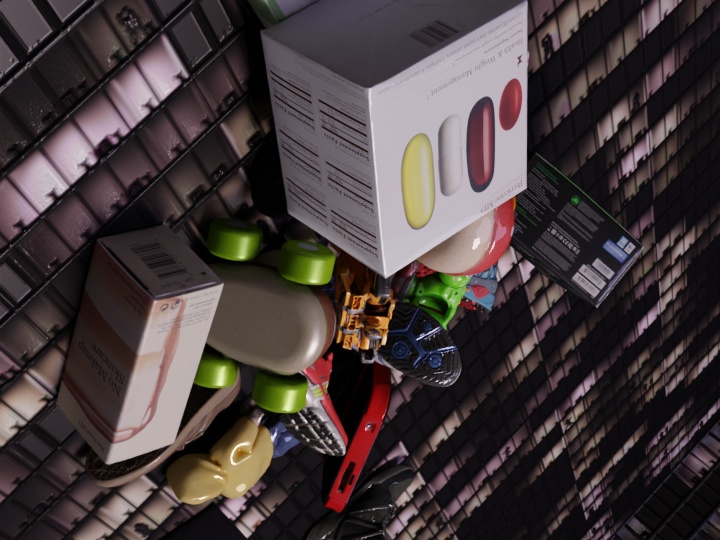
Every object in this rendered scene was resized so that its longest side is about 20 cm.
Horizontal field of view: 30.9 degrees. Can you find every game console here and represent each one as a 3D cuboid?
[{"bbox_3d":[-0.005,0.183,1.635,0.177,0.031,0.201,-87,-163,-59],"label":"game console"}]

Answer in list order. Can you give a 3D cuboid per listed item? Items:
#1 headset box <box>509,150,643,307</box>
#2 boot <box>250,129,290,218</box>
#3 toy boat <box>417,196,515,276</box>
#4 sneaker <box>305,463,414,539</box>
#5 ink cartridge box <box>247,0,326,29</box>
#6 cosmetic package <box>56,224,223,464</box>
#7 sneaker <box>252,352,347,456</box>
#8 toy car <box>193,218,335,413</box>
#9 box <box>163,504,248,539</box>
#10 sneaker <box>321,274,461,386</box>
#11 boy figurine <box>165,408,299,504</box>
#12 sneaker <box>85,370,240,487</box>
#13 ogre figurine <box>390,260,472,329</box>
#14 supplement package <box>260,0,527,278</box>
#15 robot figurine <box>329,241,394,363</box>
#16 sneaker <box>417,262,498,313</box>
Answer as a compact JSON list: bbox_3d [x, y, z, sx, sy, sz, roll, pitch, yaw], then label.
[{"bbox_3d":[0.217,-0.060,1.556,0.093,0.174,0.200,-51,-169,2],"label":"headset box"},{"bbox_3d":[-0.011,-0.136,1.322,0.162,0.073,0.199,1,123,-59],"label":"boot"},{"bbox_3d":[0.109,-0.073,1.397,0.130,0.200,0.132,-1,111,-25],"label":"toy boat"},{"bbox_3d":[0.025,0.378,1.936,0.199,0.114,0.077,-37,151,-26],"label":"sneaker"},{"bbox_3d":[-0.018,-0.297,1.141,0.200,0.048,0.146,-49,152,-6],"label":"ink cartridge box"},{"bbox_3d":[-0.213,0.071,1.242,0.087,0.103,0.201,-15,134,-44],"label":"cosmetic package"},{"bbox_3d":[-0.054,0.136,1.524,0.085,0.076,0.201,-53,134,-36],"label":"sneaker"},{"bbox_3d":[-0.075,0.032,1.362,0.200,0.157,0.166,-23,128,-66],"label":"toy car"},{"bbox_3d":[-0.224,0.432,1.651,0.181,0.104,0.201,-29,146,-31],"label":"box"},{"bbox_3d":[0.031,0.069,1.501,0.076,0.199,0.077,-56,164,-8],"label":"sneaker"},{"bbox_3d":[-0.143,0.223,1.561,0.199,0.064,0.125,-29,142,-31],"label":"boy figurine"},{"bbox_3d":[-0.204,0.174,1.409,0.200,0.070,0.076,-38,151,-20],"label":"sneaker"},{"bbox_3d":[0.064,0.018,1.541,0.201,0.119,0.098,-63,168,18],"label":"ogre figurine"},{"bbox_3d":[0.037,-0.142,1.173,0.191,0.147,0.201,-32,137,-27],"label":"supplement package"},{"bbox_3d":[0.000,0.000,1.375,0.058,0.201,0.146,5,131,-8],"label":"robot figurine"},{"bbox_3d":[0.121,-0.017,1.667,0.200,0.079,0.096,36,71,-60],"label":"sneaker"}]
